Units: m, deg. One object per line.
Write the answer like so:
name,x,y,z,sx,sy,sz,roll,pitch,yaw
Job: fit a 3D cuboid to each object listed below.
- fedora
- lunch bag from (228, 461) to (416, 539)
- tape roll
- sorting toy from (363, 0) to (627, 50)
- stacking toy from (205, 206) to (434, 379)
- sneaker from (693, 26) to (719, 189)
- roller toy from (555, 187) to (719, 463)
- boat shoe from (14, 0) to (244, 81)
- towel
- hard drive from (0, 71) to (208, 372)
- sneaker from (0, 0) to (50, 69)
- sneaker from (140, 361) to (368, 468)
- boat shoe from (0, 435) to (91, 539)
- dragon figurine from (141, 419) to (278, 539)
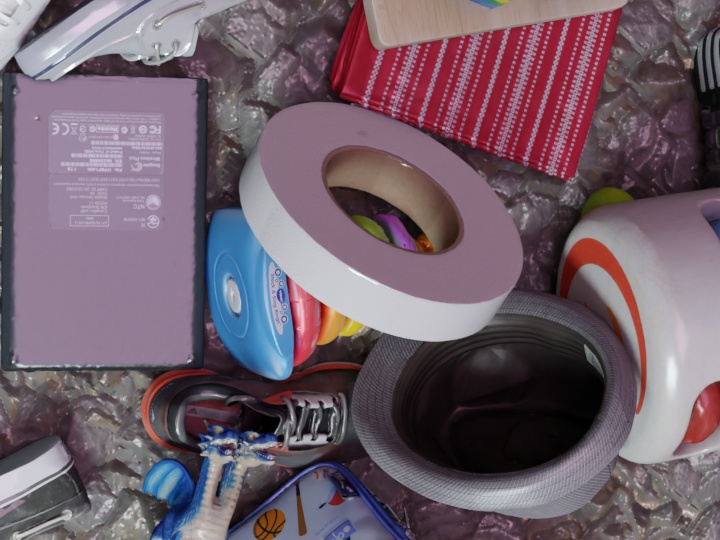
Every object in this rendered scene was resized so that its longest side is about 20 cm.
fedora,0.101,0.104,1.093,0.178,0.198,0.091,-63,144,-31
lunch bag,-0.040,0.232,1.075,0.200,0.160,0.076,-41,130,-3
tape roll,0.015,-0.037,1.058,0.201,0.204,0.037,20,125,-16
sorting toy,0.091,-0.272,1.098,0.197,0.070,0.202,-12,93,-18
stacking toy,0.000,0.000,1.110,0.198,0.110,0.117,-11,99,-26
sneaker,0.320,-0.086,1.193,0.114,0.075,0.202,-6,96,-17
roller toy,0.234,0.039,1.122,0.138,0.182,0.202,-9,98,-16
boat shoe,-0.132,-0.171,1.055,0.199,0.073,0.067,-35,106,-15
towel,0.086,-0.163,1.144,0.198,0.022,0.146,19,84,-18
hard drive,-0.175,-0.032,1.081,0.138,0.033,0.202,0,95,-13
sneaker,-0.224,-0.206,1.020,0.075,0.100,0.201,33,88,-18
sneaker,-0.050,0.109,1.104,0.198,0.082,0.078,-1,95,-17
boat shoe,-0.277,0.185,1.057,0.199,0.071,0.064,-27,100,-13
dragon figurine,-0.117,0.166,1.067,0.058,0.200,0.100,19,59,-24
